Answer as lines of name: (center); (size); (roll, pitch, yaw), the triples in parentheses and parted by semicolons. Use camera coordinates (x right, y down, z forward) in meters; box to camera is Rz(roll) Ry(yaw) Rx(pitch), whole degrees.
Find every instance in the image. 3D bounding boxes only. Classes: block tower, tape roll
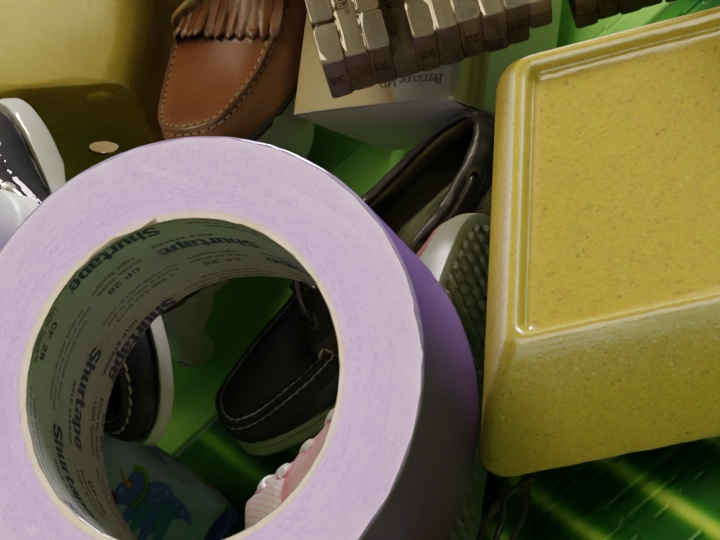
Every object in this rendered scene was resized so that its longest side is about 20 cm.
block tower: (0.075, -0.131, 1.220); (0.199, 0.058, 0.054); (-16, 78, 1)
tape roll: (-0.058, 0.054, 1.143); (0.199, 0.085, 0.202); (-5, 72, 16)

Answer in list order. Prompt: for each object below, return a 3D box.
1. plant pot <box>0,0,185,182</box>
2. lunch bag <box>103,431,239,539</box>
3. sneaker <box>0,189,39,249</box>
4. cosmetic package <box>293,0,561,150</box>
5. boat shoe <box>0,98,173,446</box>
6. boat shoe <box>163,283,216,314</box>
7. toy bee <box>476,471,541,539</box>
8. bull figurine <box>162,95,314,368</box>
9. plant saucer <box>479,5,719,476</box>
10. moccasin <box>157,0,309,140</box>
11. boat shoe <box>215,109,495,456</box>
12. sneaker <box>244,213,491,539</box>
plant pot: (-0.165, -0.136, 1.425); (0.198, 0.200, 0.178); (-4, 66, 5)
lunch bag: (-0.183, 0.097, 1.326); (0.199, 0.170, 0.128); (14, 74, 48)
sneaker: (-0.213, 0.041, 1.187); (0.075, 0.099, 0.201); (25, 84, 45)
cosmetic package: (0.038, -0.162, 1.315); (0.105, 0.071, 0.202); (-4, 75, 42)
boat shoe: (-0.146, -0.001, 1.264); (0.201, 0.060, 0.074); (59, 136, 30)
boat shoe: (-0.101, -0.007, 1.318); (0.200, 0.072, 0.073); (-26, 77, 53)
toy bee: (0.046, 0.161, 1.083); (0.108, 0.131, 0.201); (23, 69, 28)
bull figurine: (-0.051, -0.052, 1.382); (0.121, 0.065, 0.201); (1, 70, 40)
plant saucer: (0.132, -0.031, 1.137); (0.199, 0.048, 0.201); (-13, 52, 24)
moccasin: (-0.049, -0.145, 1.338); (0.073, 0.078, 0.202); (9, 64, 35)
boat shoe: (0.001, 0.000, 1.282); (0.201, 0.066, 0.072); (-41, 38, 17)
sneaker: (0.005, 0.071, 1.217); (0.104, 0.075, 0.202); (-6, 63, 40)
